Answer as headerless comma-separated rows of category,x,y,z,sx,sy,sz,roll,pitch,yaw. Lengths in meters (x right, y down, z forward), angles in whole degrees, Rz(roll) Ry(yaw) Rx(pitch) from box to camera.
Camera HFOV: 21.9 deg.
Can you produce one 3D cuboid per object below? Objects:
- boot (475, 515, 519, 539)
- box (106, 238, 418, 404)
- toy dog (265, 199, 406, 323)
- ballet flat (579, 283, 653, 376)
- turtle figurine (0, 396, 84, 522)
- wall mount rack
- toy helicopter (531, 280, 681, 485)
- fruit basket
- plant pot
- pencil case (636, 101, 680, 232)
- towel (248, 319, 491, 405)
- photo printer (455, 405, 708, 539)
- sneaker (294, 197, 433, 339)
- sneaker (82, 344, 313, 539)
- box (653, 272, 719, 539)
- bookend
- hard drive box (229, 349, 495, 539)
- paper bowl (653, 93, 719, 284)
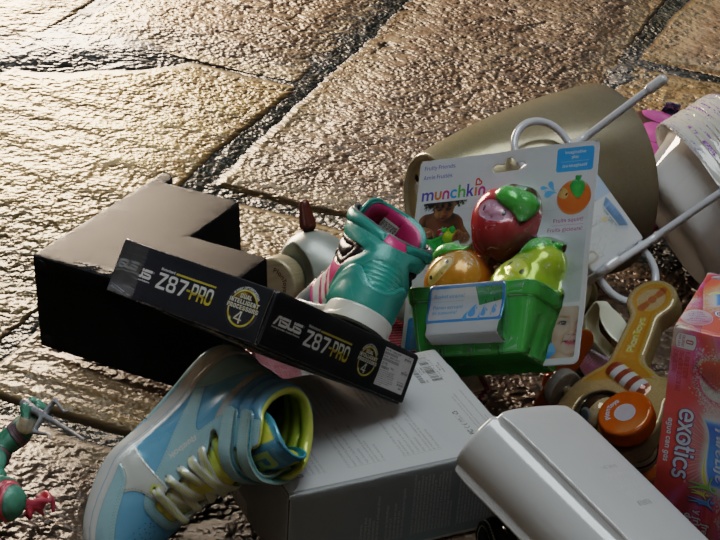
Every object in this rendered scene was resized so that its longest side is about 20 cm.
boot,0.053,0.243,1.328,0.153,0.074,0.204,-1,28,-3
box,-0.072,0.041,1.436,0.161,0.049,0.200,16,-6,38
toy dog,0.000,-0.008,1.719,0.199,0.097,0.132,6,19,9
ballet flat,0.205,0.053,1.684,0.069,0.071,0.200,-5,30,-28
turtle figurine,-0.314,0.152,1.418,0.199,0.101,0.150,4,10,33
wall mount rack,0.235,-0.077,1.677,0.174,0.075,0.200,-32,84,-26
toy helicopter,0.215,0.088,1.572,0.132,0.079,0.200,4,50,32
fruit basket,0.113,-0.012,1.596,0.185,0.201,0.094,-4,-15,35
plant pot,0.148,-0.078,1.777,0.199,0.188,0.187,-8,31,-28
pencil case,0.296,-0.100,1.957,0.093,0.091,0.200,18,34,11
towel,0.003,0.084,1.657,0.199,0.023,0.144,-2,28,-13
photo printer,0.177,0.187,1.353,0.200,0.070,0.166,45,16,21
sneaker,0.000,0.000,1.593,0.083,0.121,0.200,30,-10,-14
sneaker,-0.114,0.149,1.376,0.130,0.080,0.200,17,68,49
box,0.291,0.117,1.447,0.094,0.201,0.103,13,29,20
bookend,-0.152,0.009,1.670,0.198,0.092,0.200,14,31,25
hard drive box,0.002,0.148,1.484,0.199,0.077,0.156,-9,31,-23
paper bowl,0.346,-0.060,1.786,0.104,0.201,0.201,-31,35,-2
